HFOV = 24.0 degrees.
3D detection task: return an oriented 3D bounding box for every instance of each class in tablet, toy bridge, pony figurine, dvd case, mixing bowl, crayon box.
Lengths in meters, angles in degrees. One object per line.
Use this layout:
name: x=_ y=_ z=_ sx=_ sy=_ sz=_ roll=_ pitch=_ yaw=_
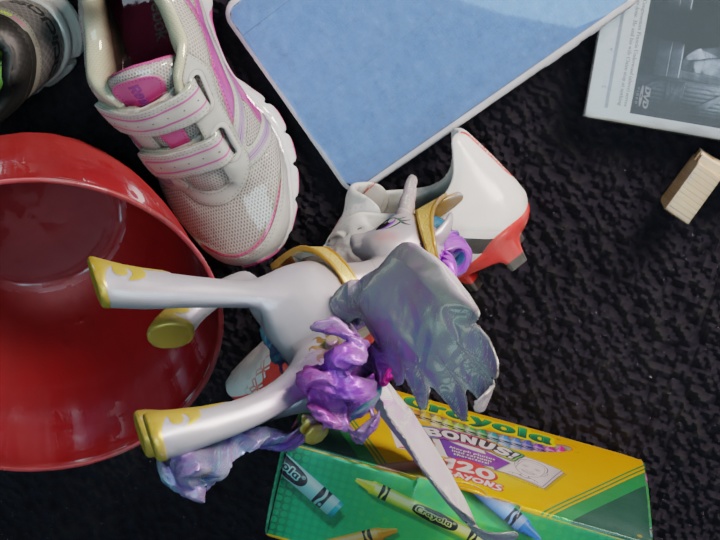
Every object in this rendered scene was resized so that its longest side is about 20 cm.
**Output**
tablet: x=0.036 y=-0.144 z=0.909 sx=0.199 sy=0.014 sz=0.131 roll=-33 pitch=97 yaw=22
toy bridge: x=0.262 y=-0.007 z=0.915 sx=0.199 sy=0.027 sz=0.068 roll=34 pitch=105 yaw=-2
pony figurine: x=-0.013 y=0.041 z=0.819 sx=0.198 sy=0.194 sz=0.167 roll=-16 pitch=140 yaw=-13
dvd case: x=0.227 y=-0.138 z=0.888 sx=0.198 sy=0.025 sz=0.152 roll=10 pitch=106 yaw=6
mixing bowl: x=-0.177 y=0.000 z=0.920 sx=0.198 sy=0.109 sz=0.202 roll=-6 pitch=130 yaw=-7
crayon box: x=0.056 y=0.124 z=0.931 sx=0.198 sy=0.119 sz=0.059 roll=15 pitch=106 yaw=4

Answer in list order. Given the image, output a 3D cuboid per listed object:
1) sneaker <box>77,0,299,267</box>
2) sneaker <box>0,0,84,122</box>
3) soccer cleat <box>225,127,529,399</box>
sneaker: x=-0.102 y=-0.089 z=0.909 sx=0.081 sy=0.088 sz=0.201 roll=-22 pitch=100 yaw=22
sneaker: x=-0.250 y=-0.095 z=0.934 sx=0.198 sy=0.087 sz=0.074 roll=-23 pitch=100 yaw=13
soccer cleat: x=0.000 y=0.000 z=0.933 sx=0.199 sy=0.069 sz=0.086 roll=-32 pitch=104 yaw=10
